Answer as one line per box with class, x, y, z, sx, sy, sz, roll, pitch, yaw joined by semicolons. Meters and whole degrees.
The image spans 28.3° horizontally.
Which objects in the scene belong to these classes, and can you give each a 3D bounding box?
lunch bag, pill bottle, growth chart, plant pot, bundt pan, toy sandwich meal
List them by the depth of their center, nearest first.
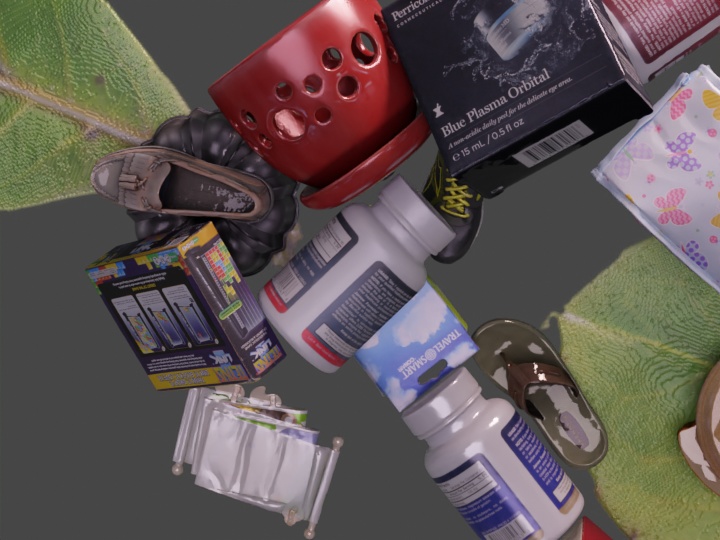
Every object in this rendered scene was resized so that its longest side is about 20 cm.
plant pot;-0.031;-0.179;1.500;0.200;0.201;0.183;-36;102;7
pill bottle;0.305;-0.269;1.500;0.199;0.114;0.115;-34;93;7
pill bottle;0.000;0.000;1.505;0.200;0.120;0.120;-43;92;7
lunch bag;0.369;-0.097;1.511;0.200;0.127;0.170;40;100;-11
pill bottle;0.141;0.211;1.566;0.119;0.120;0.200;-37;93;8
toy sandwich meal;0.452;0.166;1.566;0.204;0.070;0.207;0;93;2
bundt pan;-0.170;-0.079;1.578;0.200;0.076;0.203;1;97;5
growth chart;-0.119;0.205;1.636;0.199;0.018;0.145;23;97;1

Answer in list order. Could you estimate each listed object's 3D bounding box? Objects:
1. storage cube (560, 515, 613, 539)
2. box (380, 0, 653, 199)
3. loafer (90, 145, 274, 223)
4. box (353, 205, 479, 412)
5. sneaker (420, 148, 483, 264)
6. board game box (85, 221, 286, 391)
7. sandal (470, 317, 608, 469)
storage cube;0.251;0.401;1.545;0.180;0.200;0.171;42;99;5
box;0.154;-0.210;1.427;0.196;0.117;0.201;-28;70;18
loafer;-0.191;-0.090;1.508;0.199;0.063;0.072;9;98;3
box;0.027;0.042;1.589;0.122;0.048;0.200;-38;90;8
sneaker;0.104;-0.106;1.548;0.074;0.085;0.201;11;96;5
board game box;-0.189;0.043;1.529;0.057;0.199;0.166;-40;109;-35
sandal;0.203;0.133;1.580;0.080;0.057;0.201;-42;86;7
